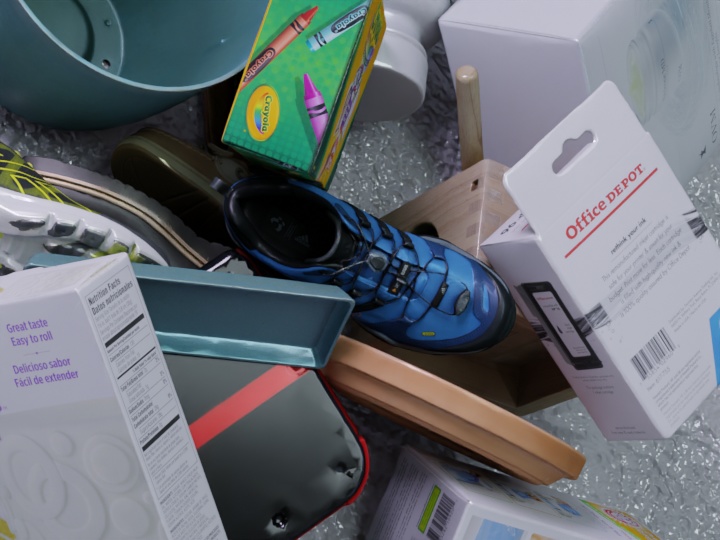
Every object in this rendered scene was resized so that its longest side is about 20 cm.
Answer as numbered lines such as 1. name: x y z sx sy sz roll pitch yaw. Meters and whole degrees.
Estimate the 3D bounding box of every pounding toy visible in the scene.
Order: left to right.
1. pounding toy: 0.092 -0.012 1.287 0.199 0.184 0.144 21 63 -26

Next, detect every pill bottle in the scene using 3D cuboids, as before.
1. pill bottle: 0.008 -0.216 1.340 0.119 0.119 0.202 17 66 -28

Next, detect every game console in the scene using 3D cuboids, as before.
1. game console: -0.108 0.111 1.162 0.199 0.031 0.178 -34 94 -13

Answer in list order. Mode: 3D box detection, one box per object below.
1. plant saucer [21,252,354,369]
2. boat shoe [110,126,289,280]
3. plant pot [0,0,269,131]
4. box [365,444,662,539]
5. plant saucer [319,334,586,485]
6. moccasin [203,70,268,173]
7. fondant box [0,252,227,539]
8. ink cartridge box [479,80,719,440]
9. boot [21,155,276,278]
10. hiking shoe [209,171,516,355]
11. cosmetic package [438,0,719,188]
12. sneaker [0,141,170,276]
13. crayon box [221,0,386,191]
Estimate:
1. plant saucer: -0.107 0.023 1.116 0.198 0.070 0.019 6 49 -18
2. boat shoe: -0.078 -0.041 1.253 0.200 0.073 0.064 33 57 -24
3. plant pot: -0.171 -0.180 1.181 0.199 0.161 0.203 11 69 -31
4. box: 0.110 0.207 1.251 0.198 0.101 0.113 19 98 -28
5. plant saucer: 0.051 0.093 1.224 0.199 0.200 0.033 28 85 -23
6. moccasin: -0.091 -0.166 1.292 0.077 0.073 0.204 2 82 -41
7. fondant box: -0.169 0.101 1.061 0.058 0.143 0.202 -40 116 -57
8. ink cartridge box: 0.159 -0.005 1.196 0.116 0.068 0.201 -41 106 -26
9. boot: -0.153 0.029 1.184 0.199 0.077 0.139 28 72 -14
10. hiking shoe: 0.000 0.000 1.156 0.198 0.087 0.075 22 92 7
11. cosmetic package: 0.173 -0.145 1.373 0.200 0.122 0.201 -47 136 -34
12. sneaker: -0.201 -0.038 1.120 0.198 0.075 0.085 23 36 -21
13. crayon box: -0.031 -0.118 1.161 0.058 0.200 0.120 20 90 2
